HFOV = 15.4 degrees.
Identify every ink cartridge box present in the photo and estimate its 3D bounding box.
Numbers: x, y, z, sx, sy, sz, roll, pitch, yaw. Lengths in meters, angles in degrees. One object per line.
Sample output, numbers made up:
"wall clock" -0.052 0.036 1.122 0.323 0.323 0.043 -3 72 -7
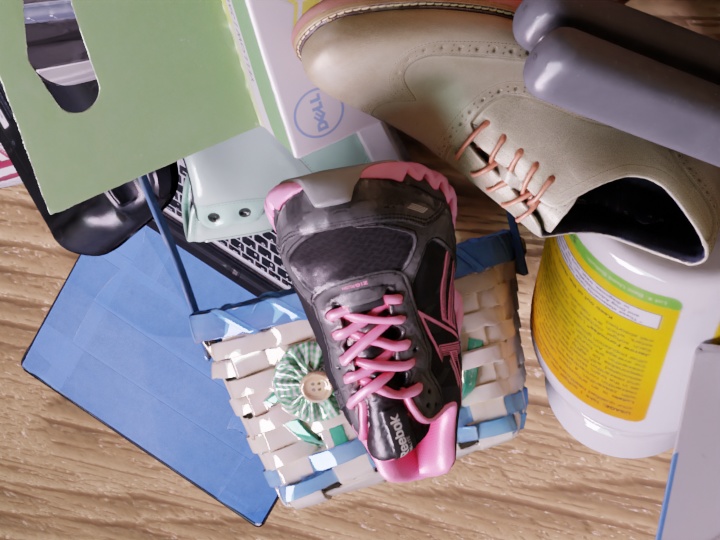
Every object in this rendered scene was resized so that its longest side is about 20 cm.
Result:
"ink cartridge box" -0.051 -0.113 1.088 0.048 0.199 0.146 42 154 56
"ink cartridge box" 0.196 0.127 1.213 0.067 0.117 0.200 5 157 25

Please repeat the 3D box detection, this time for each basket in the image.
"basket" 0.000 0.000 1.280 0.139 0.175 0.201 14 -123 -83

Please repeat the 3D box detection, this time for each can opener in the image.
"can opener" 0.158 -0.076 1.064 0.199 0.054 0.067 18 134 -28

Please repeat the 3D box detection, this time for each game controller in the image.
"game controller" -0.164 -0.105 1.354 0.201 0.042 0.104 61 144 5

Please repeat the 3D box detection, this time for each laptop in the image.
"laptop" -0.098 0.018 1.558 0.187 0.116 0.200 32 153 14

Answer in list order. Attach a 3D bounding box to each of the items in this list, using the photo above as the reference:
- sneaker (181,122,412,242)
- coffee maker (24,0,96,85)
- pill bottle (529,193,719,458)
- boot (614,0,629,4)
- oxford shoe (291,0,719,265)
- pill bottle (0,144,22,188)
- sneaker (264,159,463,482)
"sneaker" -0.026 -0.027 1.373 0.201 0.118 0.074 62 -174 -27
"coffee maker" -0.091 -0.175 1.203 0.199 0.135 0.193 0 118 33
"pill bottle" 0.137 0.007 1.230 0.111 0.111 0.200 32 153 14
"boot" 0.093 -0.160 1.081 0.107 0.075 0.200 51 147 -9
"oxford shoe" 0.065 -0.058 1.077 0.199 0.074 0.071 15 145 -17
"pill bottle" -0.198 -0.104 1.502 0.110 0.110 0.200 49 153 -19
"sneaker" 0.011 0.027 1.107 0.078 0.096 0.200 -9 152 8
